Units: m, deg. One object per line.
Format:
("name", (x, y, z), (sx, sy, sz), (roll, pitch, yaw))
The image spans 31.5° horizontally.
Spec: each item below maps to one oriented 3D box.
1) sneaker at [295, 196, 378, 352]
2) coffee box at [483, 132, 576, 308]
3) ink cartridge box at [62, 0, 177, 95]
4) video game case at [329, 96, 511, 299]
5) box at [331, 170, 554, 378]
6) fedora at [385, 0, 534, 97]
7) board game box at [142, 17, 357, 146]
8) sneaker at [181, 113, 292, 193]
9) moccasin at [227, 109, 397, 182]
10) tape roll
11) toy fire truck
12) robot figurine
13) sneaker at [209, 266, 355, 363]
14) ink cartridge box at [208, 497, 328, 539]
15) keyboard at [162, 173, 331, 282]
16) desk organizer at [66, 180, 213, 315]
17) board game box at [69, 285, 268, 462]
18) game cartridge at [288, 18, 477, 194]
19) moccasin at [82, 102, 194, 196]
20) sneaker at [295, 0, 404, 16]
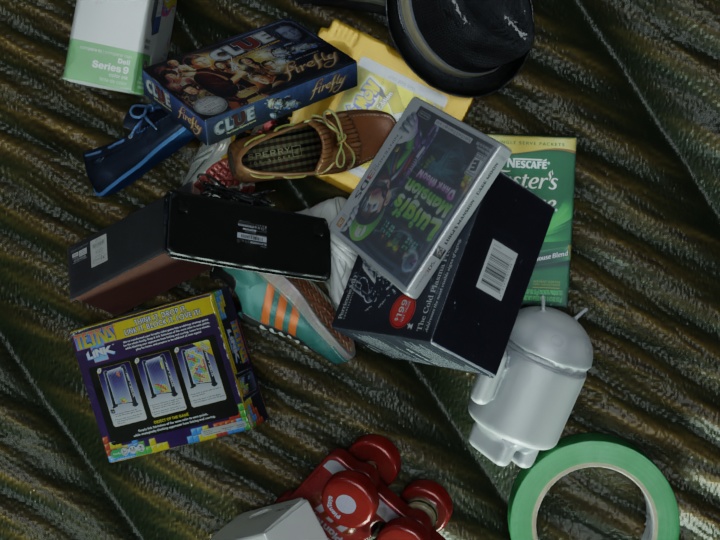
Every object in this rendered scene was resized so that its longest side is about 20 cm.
("sneaker", (0.000, 0.000, 1.494), (0.099, 0.078, 0.201), (-30, 89, -4))
("coffee box", (0.187, -0.060, 1.497), (0.122, 0.044, 0.201), (4, 95, 3))
("ink cartridge box", (-0.264, -0.304, 1.448), (0.087, 0.145, 0.201), (10, 95, 2))
("video game case", (0.059, -0.084, 1.377), (0.023, 0.200, 0.182), (29, 96, -33))
("box", (0.087, -0.002, 1.395), (0.104, 0.182, 0.201), (28, 76, -33))
("fedora", (0.128, -0.289, 1.422), (0.200, 0.092, 0.202), (-3, 97, -24))
("board game box", (-0.122, -0.214, 1.416), (0.199, 0.135, 0.035), (-26, 135, -29))
("sneaker", (-0.153, -0.143, 1.500), (0.078, 0.082, 0.200), (21, 113, -42))
("moccasin", (-0.049, -0.143, 1.439), (0.200, 0.078, 0.074), (-7, 97, -19))
("tape roll", (0.276, 0.296, 1.521), (0.199, 0.048, 0.202), (0, 95, 3))
("toy fire truck", (0.005, 0.307, 1.517), (0.200, 0.112, 0.168), (42, 119, 0))
("robot figurine", (0.196, 0.126, 1.472), (0.113, 0.169, 0.201), (33, 105, 43))
("sneaker", (-0.093, 0.044, 1.513), (0.080, 0.071, 0.200), (-42, 94, 21))
("ink cartridge box", (-0.085, 0.382, 1.495), (0.146, 0.083, 0.201), (-24, 95, 46))
("keyboard", (-0.128, -0.044, 1.429), (0.199, 0.040, 0.105), (11, 69, -26))
("desk organizer", (-0.244, -0.021, 1.494), (0.199, 0.077, 0.072), (-25, 60, 26))
("board game box", (-0.226, 0.123, 1.502), (0.199, 0.057, 0.166), (-15, 93, 21))
("game cartridge", (0.011, -0.177, 1.503), (0.199, 0.032, 0.177), (26, 95, -1))
("moccasin", (-0.251, -0.157, 1.473), (0.200, 0.080, 0.068), (-31, 89, 23))
("sneaker", (0.014, -0.331, 1.476), (0.199, 0.106, 0.075), (7, 92, -28))
